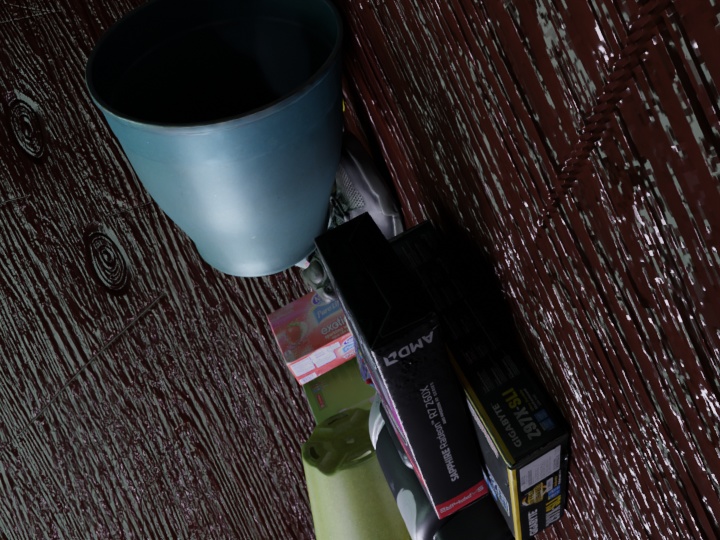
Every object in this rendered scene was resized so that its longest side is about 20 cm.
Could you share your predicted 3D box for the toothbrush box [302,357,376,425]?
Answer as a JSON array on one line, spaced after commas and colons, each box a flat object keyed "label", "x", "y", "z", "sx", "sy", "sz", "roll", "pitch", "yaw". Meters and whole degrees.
[{"label": "toothbrush box", "x": 0.011, "y": 0.201, "z": 1.163, "sx": 0.147, "sy": 0.196, "sz": 0.087, "roll": 60, "pitch": 176, "yaw": 35}]

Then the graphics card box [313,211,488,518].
[{"label": "graphics card box", "x": 0.033, "y": 0.073, "z": 0.504, "sx": 0.126, "sy": 0.050, "sz": 0.203, "roll": -120, "pitch": 8, "yaw": -49}]

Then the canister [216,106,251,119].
[{"label": "canister", "x": -0.133, "y": -0.188, "z": 0.716, "sx": 0.151, "sy": 0.196, "sz": 0.087, "roll": 61, "pitch": 175, "yaw": 29}]

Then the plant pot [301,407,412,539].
[{"label": "plant pot", "x": 0.009, "y": 0.290, "z": 0.886, "sx": 0.201, "sy": 0.195, "sz": 0.189, "roll": -127, "pitch": 21, "yaw": -70}]

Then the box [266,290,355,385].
[{"label": "box", "x": -0.038, "y": 0.084, "z": 1.103, "sx": 0.096, "sy": 0.196, "sz": 0.103, "roll": 61, "pitch": 176, "yaw": 27}]

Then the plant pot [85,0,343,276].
[{"label": "plant pot", "x": -0.100, "y": -0.108, "z": 0.581, "sx": 0.191, "sy": 0.195, "sz": 0.202, "roll": 82, "pitch": 164, "yaw": -48}]

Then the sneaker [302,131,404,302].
[{"label": "sneaker", "x": -0.014, "y": -0.037, "z": 0.692, "sx": 0.077, "sy": 0.112, "sz": 0.202, "roll": 57, "pitch": 170, "yaw": 43}]

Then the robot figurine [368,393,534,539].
[{"label": "robot figurine", "x": 0.084, "y": 0.182, "z": 0.653, "sx": 0.202, "sy": 0.121, "sz": 0.154, "roll": -120, "pitch": 23, "yaw": -47}]

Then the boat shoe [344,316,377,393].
[{"label": "boat shoe", "x": 0.033, "y": 0.095, "z": 0.934, "sx": 0.073, "sy": 0.062, "sz": 0.203, "roll": 17, "pitch": -144, "yaw": -41}]

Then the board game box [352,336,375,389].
[{"label": "board game box", "x": 0.020, "y": 0.085, "z": 0.829, "sx": 0.199, "sy": 0.038, "sz": 0.163, "roll": 26, "pitch": 119, "yaw": 58}]

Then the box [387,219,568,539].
[{"label": "box", "x": 0.088, "y": 0.086, "z": 0.533, "sx": 0.202, "sy": 0.048, "sz": 0.161, "roll": 62, "pitch": 177, "yaw": 37}]

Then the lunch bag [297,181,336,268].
[{"label": "lunch bag", "x": -0.087, "y": -0.115, "z": 0.850, "sx": 0.169, "sy": 0.121, "sz": 0.204, "roll": 18, "pitch": -136, "yaw": -54}]

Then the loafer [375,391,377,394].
[{"label": "loafer", "x": 0.062, "y": 0.181, "z": 1.022, "sx": 0.201, "sy": 0.074, "sz": 0.070, "roll": -77, "pitch": -36, "yaw": -66}]
